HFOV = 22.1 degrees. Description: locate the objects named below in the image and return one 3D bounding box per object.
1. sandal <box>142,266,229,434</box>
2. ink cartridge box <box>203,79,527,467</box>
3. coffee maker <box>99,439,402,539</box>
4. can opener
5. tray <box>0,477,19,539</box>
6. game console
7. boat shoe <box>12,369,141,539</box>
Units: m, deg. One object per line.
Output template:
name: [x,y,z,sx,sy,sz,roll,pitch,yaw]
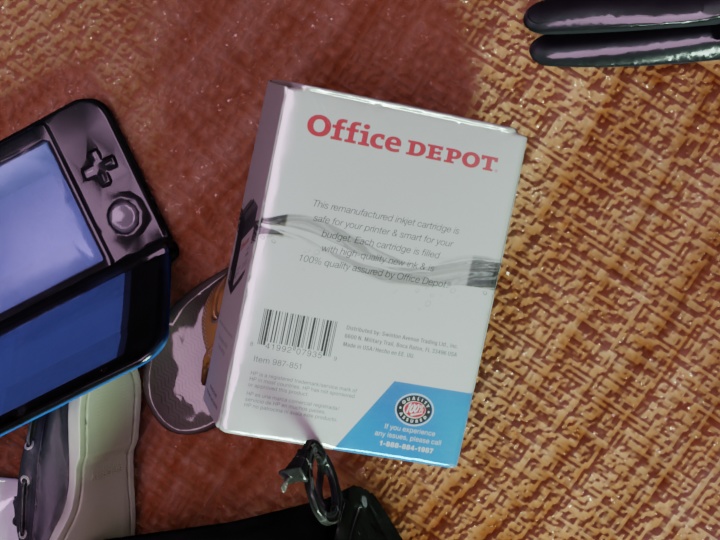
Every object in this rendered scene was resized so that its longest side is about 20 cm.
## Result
sandal: [-0.056,0.027,1.134,0.200,0.055,0.082,-33,89,10]
ink cartridge box: [0.000,0.000,1.074,0.145,0.084,0.201,11,96,-13]
coffee maker: [-0.079,0.198,1.096,0.199,0.135,0.193,-13,101,20]
can opener: [0.196,-0.147,1.079,0.199,0.079,0.063,-10,131,15]
tray: [-0.316,0.178,1.170,0.199,0.022,0.108,8,83,-19]
game console: [-0.223,0.009,1.134,0.200,0.118,0.171,-26,89,11]
boat shoe: [-0.189,0.143,1.167,0.066,0.074,0.200,17,108,38]
